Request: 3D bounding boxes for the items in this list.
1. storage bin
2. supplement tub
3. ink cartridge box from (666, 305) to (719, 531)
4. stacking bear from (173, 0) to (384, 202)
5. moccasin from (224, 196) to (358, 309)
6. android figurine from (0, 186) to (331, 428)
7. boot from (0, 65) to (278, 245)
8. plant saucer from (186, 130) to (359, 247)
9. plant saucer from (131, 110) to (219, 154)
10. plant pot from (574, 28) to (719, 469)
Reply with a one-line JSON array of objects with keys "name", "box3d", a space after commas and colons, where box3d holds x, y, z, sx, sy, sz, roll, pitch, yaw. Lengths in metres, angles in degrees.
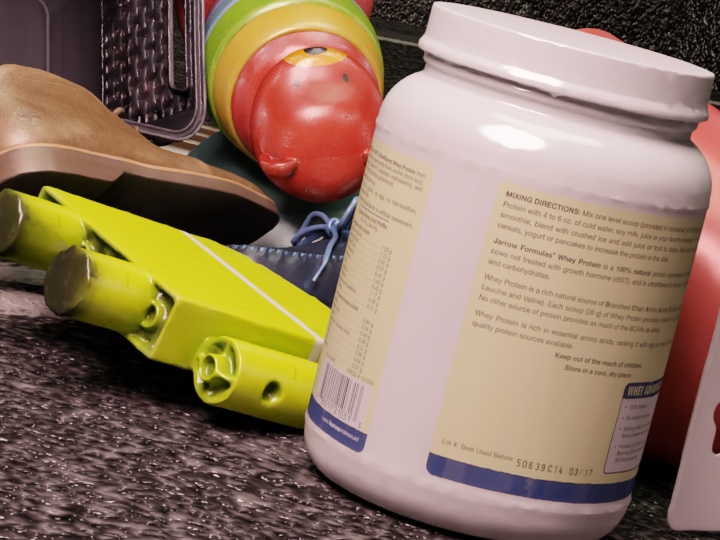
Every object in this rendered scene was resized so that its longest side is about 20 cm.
[{"name": "storage bin", "box3d": [-0.187, -0.139, 1.333, 0.093, 0.136, 0.199, -13, -16, 42]}, {"name": "supplement tub", "box3d": [0.065, 0.000, 1.038, 0.144, 0.202, 0.145, 14, 10, -2]}, {"name": "ink cartridge box", "box3d": [0.241, 0.078, 1.100, 0.199, 0.117, 0.068, 6, 11, -34]}, {"name": "stacking bear", "box3d": [-0.034, -0.106, 1.374, 0.120, 0.115, 0.200, -1, 27, -11]}, {"name": "moccasin", "box3d": [0.000, 0.000, 1.306, 0.199, 0.069, 0.080, 10, -7, -43]}, {"name": "android figurine", "box3d": [-0.078, 0.016, 1.141, 0.199, 0.041, 0.182, 21, 11, -47]}, {"name": "boot", "box3d": [-0.118, -0.055, 1.261, 0.199, 0.073, 0.076, 16, 47, -49]}, {"name": "plant saucer", "box3d": [-0.029, -0.049, 1.429, 0.198, 0.036, 0.200, -4, 29, 2]}, {"name": "plant saucer", "box3d": [-0.119, -0.080, 1.736, 0.198, 0.032, 0.200, 13, 9, -2]}, {"name": "plant pot", "box3d": [0.146, 0.005, 1.223, 0.177, 0.202, 0.200, 30, 16, 26]}]
